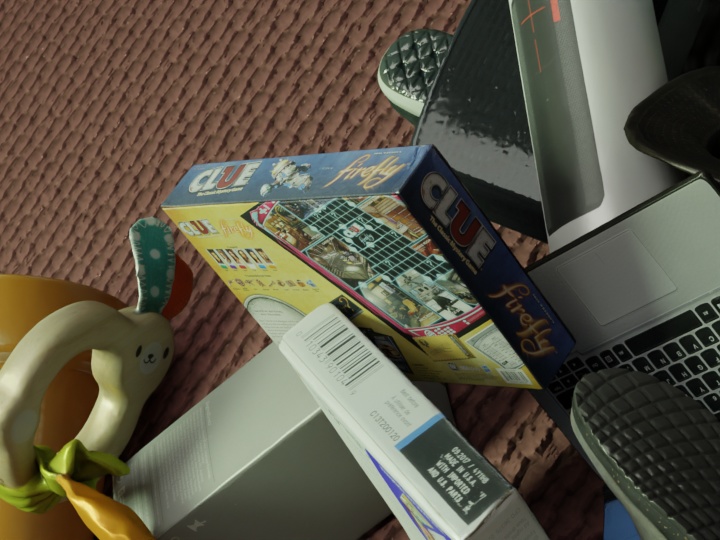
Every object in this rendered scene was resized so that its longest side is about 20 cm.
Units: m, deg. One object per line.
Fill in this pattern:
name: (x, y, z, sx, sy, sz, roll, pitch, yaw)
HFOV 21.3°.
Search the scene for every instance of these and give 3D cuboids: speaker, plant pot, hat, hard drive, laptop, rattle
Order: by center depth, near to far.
laptop: (0.141, 0.091, 0.921, 0.187, 0.200, 0.116, -31, 11, 49)
hat: (0.228, -0.034, 0.957, 0.201, 0.199, 0.081, -135, 41, -53)
speaker: (0.129, -0.094, 1.036, 0.081, 0.081, 0.201, -23, 64, 36)
hard drive: (0.114, -0.122, 1.117, 0.134, 0.042, 0.201, 23, 77, 22)
rattle: (-0.123, 0.068, 1.141, 0.142, 0.131, 0.200, 9, 40, 42)
plant pot: (-0.255, 0.122, 1.331, 0.199, 0.200, 0.185, -20, 64, 38)

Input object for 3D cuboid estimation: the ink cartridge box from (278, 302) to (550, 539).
ink cartridge box: (0.055, 0.134, 0.967, 0.043, 0.200, 0.198, -37, 37, -8)

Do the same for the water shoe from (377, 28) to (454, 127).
water shoe: (0.102, -0.086, 1.178, 0.200, 0.079, 0.072, 35, 82, 28)

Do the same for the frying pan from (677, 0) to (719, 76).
frying pan: (0.205, -0.133, 1.126, 0.189, 0.031, 0.116, -10, 55, 48)

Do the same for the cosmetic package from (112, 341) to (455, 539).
cosmetic package: (-0.046, 0.118, 1.155, 0.200, 0.107, 0.091, -39, 38, 24)

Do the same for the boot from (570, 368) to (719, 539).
boot: (0.144, 0.151, 0.872, 0.200, 0.069, 0.132, 55, 143, 38)

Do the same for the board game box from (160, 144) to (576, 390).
board game box: (0.000, 0.000, 0.983, 0.199, 0.136, 0.035, 0, 46, 51)
